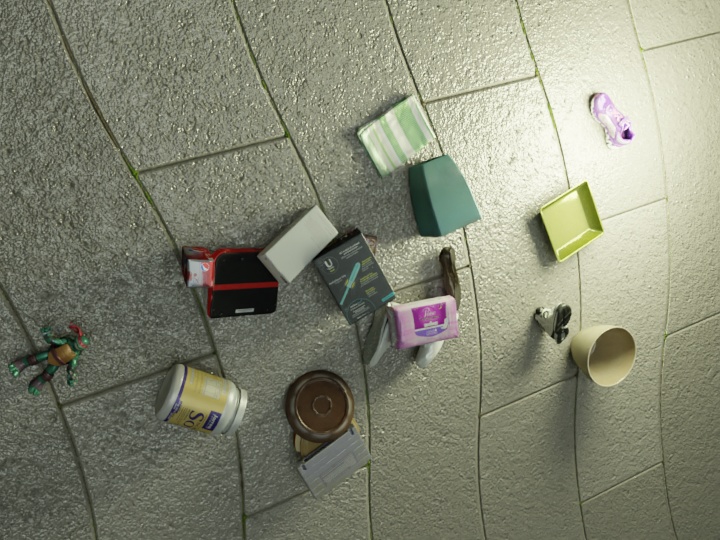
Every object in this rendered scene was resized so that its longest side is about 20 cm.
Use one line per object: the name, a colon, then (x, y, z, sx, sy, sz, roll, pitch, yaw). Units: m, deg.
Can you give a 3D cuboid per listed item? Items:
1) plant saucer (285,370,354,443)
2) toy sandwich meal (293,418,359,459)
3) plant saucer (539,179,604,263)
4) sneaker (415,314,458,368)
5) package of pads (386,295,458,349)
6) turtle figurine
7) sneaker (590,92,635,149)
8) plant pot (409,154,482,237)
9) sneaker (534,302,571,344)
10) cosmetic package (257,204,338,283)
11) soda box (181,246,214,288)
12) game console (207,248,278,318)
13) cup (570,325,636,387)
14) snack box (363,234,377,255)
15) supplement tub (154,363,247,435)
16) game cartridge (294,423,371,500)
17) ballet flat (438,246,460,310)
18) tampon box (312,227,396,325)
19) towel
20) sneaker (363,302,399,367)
plant saucer: (-0.110, 0.378, 1.663, 0.199, 0.032, 0.202, 4, 73, -14)
toy sandwich meal: (-0.100, 0.487, 1.720, 0.204, 0.070, 0.207, -5, 102, -25)
plant saucer: (0.662, -0.158, 1.892, 0.199, 0.048, 0.201, -31, 109, -13)
sneaker: (0.195, 0.181, 1.772, 0.115, 0.074, 0.201, 37, 77, -20)
package of pads: (0.175, 0.145, 1.683, 0.199, 0.076, 0.122, -9, 97, -20)
turtle figurine: (-0.715, 0.206, 1.410, 0.199, 0.101, 0.150, -31, 95, 4)
sneaker: (0.798, -0.471, 1.862, 0.080, 0.088, 0.201, -40, 110, -8)
plant pot: (0.221, -0.213, 1.669, 0.141, 0.141, 0.201, -24, 101, -15)
sneaker: (0.595, 0.146, 1.876, 0.076, 0.115, 0.201, -40, 145, -14)
cosmetic package: (-0.163, -0.068, 1.552, 0.200, 0.074, 0.102, -45, 107, -23)
soda box: (-0.393, -0.010, 1.434, 0.063, 0.200, 0.071, 1, 101, -20)
game console: (-0.300, 0.031, 1.546, 0.199, 0.031, 0.178, -2, 106, -38)
cup: (0.784, 0.265, 1.970, 0.199, 0.143, 0.202, -4, 102, -19)
snack box: (0.000, 0.000, 1.682, 0.071, 0.024, 0.202, 3, 100, -19)
supplement tub: (-0.408, 0.336, 1.527, 0.199, 0.145, 0.146, 24, 91, -23)
game cartridge: (-0.074, 0.543, 1.686, 0.199, 0.038, 0.130, -32, 116, -17)
ballet flat: (0.266, 0.026, 1.780, 0.046, 0.067, 0.201, -3, 110, 25)
tampon box: (-0.019, 0.013, 1.598, 0.149, 0.126, 0.201, -29, 102, -1)
towel: (0.100, -0.374, 1.649, 0.200, 0.023, 0.153, -38, 112, -11)
sneaker: (0.071, 0.189, 1.724, 0.080, 0.076, 0.201, 19, 95, -32)
